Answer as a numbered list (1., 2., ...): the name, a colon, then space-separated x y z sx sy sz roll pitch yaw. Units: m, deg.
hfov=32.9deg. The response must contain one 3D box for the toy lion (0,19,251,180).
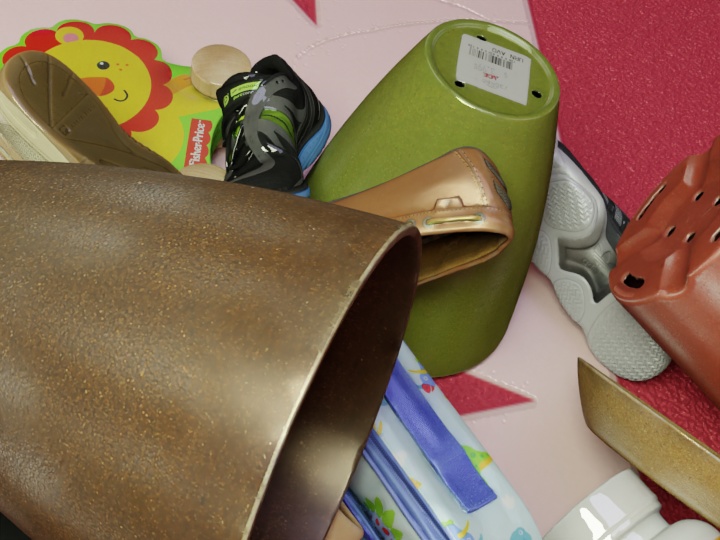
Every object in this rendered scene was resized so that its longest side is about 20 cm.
1. toy lion: -0.178 -0.102 0.879 0.188 0.069 0.202 6 49 -7

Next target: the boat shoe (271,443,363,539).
1. boat shoe: -0.061 0.060 0.612 0.068 0.074 0.202 -27 84 0

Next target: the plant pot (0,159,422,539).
1. plant pot: -0.100 0.033 0.498 0.198 0.188 0.188 22 46 12

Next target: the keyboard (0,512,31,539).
1. keyboard: -0.155 0.086 0.578 0.127 0.020 0.201 50 38 -29

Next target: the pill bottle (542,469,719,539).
1. pill bottle: 0.194 0.219 0.707 0.112 0.113 0.201 -24 63 -35

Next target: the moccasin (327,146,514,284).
1. moccasin: 0.001 0.001 0.737 0.199 0.074 0.079 -20 53 15

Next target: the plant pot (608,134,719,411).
1. plant pot: 0.284 0.020 0.813 0.195 0.200 0.202 39 45 -14

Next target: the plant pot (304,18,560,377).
1. plant pot: 0.053 -0.063 0.830 0.184 0.201 0.189 11 47 -12

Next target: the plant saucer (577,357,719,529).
1. plant saucer: 0.213 0.128 0.784 0.199 0.036 0.200 35 4 -2

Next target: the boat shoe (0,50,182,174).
1. boat shoe: -0.162 -0.045 0.776 0.200 0.065 0.072 47 41 -10

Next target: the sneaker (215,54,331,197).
1. sneaker: -0.070 -0.081 0.791 0.083 0.070 0.200 56 23 -22

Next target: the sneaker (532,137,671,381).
1. sneaker: 0.190 -0.023 0.925 0.113 0.075 0.202 -25 84 -43

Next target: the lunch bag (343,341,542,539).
1. lunch bag: 0.007 0.125 0.682 0.082 0.162 0.201 -21 62 -33
